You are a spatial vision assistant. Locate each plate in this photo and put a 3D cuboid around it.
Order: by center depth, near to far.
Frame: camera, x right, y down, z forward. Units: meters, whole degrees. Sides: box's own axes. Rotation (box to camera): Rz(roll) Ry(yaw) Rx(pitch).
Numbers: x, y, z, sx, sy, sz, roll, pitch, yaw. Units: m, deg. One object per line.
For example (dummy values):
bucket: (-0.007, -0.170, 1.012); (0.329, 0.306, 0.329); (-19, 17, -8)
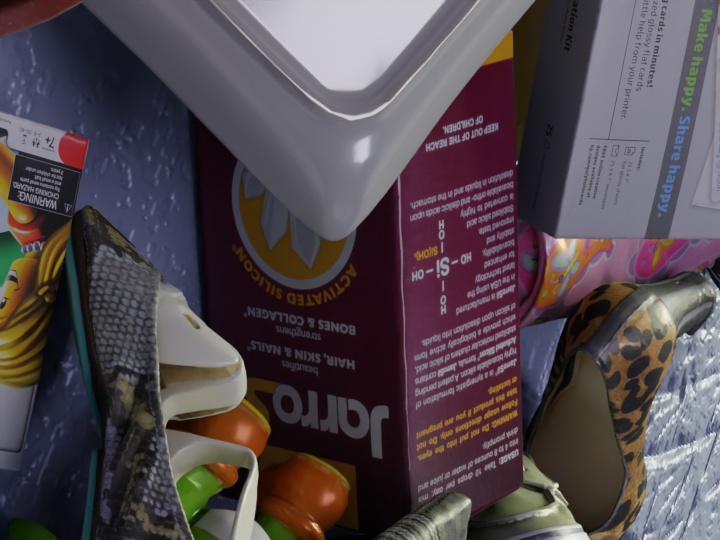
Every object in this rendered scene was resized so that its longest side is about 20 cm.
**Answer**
plate: (-0.012, -0.148, 0.810); (0.200, 0.032, 0.200); (44, 76, -17)

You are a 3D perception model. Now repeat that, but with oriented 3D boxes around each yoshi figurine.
yoshi figurine: (-0.091, 0.150, 0.856); (0.201, 0.112, 0.112); (-61, 159, -24)

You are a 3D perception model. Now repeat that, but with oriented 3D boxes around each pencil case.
pencil case: (0.108, -0.022, 1.093); (0.199, 0.087, 0.088); (-15, 109, -52)

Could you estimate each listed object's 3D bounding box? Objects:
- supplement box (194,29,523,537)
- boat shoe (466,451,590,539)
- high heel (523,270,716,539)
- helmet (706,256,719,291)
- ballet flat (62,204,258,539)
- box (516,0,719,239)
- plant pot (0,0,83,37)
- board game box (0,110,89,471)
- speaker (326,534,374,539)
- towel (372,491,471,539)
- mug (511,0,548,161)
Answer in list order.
supplement box: (0.000, 0.000, 0.925); (0.085, 0.110, 0.202); (-20, 112, -49)
boat shoe: (0.058, 0.112, 1.007); (0.200, 0.071, 0.063); (161, -81, -84)
high heel: (0.098, 0.090, 1.071); (0.142, 0.071, 0.201); (-13, 132, -64)
helmet: (0.277, -0.045, 1.221); (0.200, 0.189, 0.202); (-12, 90, -87)
ballet flat: (-0.072, 0.060, 0.804); (0.072, 0.072, 0.201); (46, 28, -47)
box: (0.169, -0.092, 0.960); (0.199, 0.041, 0.157); (0, 109, -32)
plant pot: (-0.112, -0.192, 0.649); (0.195, 0.199, 0.202); (-68, 151, -64)
board game box: (-0.181, -0.005, 0.745); (0.199, 0.034, 0.127); (15, 85, -53)
speaker: (0.009, 0.221, 1.008); (0.081, 0.081, 0.201); (-40, 128, -41)
towel: (-0.032, 0.198, 0.857); (0.192, 0.034, 0.201); (-32, 142, -50)
mug: (0.092, -0.129, 1.018); (0.149, 0.185, 0.154); (-48, 141, -74)
